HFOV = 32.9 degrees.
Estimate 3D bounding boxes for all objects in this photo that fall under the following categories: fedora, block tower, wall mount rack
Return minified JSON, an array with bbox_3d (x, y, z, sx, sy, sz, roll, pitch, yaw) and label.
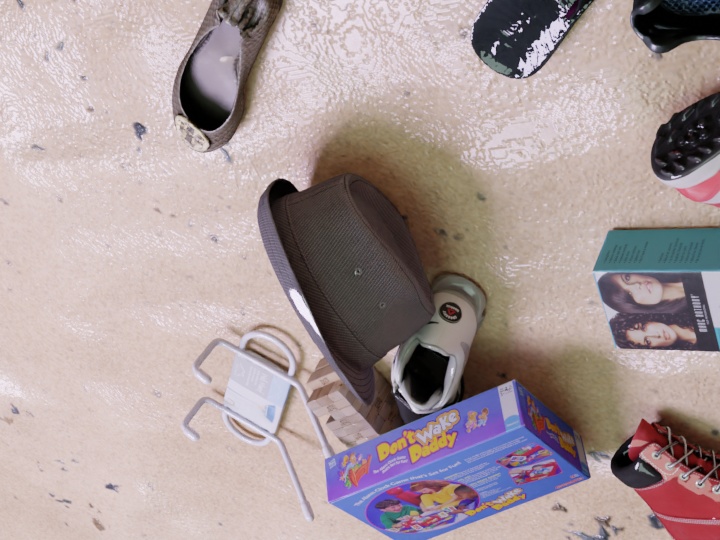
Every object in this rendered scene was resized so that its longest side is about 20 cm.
[{"bbox_3d":[0.000,0.000,0.993,0.090,0.177,0.201,-27,111,13],"label":"fedora"},{"bbox_3d":[0.029,0.167,1.195,0.200,0.054,0.058,48,138,-17],"label":"block tower"},{"bbox_3d":[-0.096,0.158,1.244,0.172,0.075,0.201,29,141,8],"label":"wall mount rack"}]

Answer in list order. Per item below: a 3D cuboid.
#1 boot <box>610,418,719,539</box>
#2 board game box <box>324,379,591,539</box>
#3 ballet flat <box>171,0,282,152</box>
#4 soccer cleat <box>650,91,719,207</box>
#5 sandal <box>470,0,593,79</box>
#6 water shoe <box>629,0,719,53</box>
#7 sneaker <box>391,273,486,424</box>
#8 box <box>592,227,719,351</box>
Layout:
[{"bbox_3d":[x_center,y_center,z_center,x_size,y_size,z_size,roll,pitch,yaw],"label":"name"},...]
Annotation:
[{"bbox_3d":[0.306,0.170,1.015,0.144,0.073,0.199,46,141,-13],"label":"boot"},{"bbox_3d":[0.086,0.178,1.092,0.198,0.045,0.134,-26,140,23],"label":"board game box"},{"bbox_3d":[-0.114,-0.157,0.966,0.067,0.047,0.200,35,140,-2],"label":"ballet flat"},{"bbox_3d":[0.283,-0.098,0.776,0.073,0.069,0.199,27,142,-33],"label":"soccer cleat"},{"bbox_3d":[0.128,-0.191,0.780,0.075,0.048,0.201,30,140,2],"label":"sandal"},{"bbox_3d":[0.255,-0.162,0.705,0.198,0.079,0.072,-5,128,35],"label":"water shoe"},{"bbox_3d":[0.055,0.098,1.086,0.073,0.089,0.201,20,140,11],"label":"sneaker"},{"bbox_3d":[0.277,0.015,0.891,0.198,0.049,0.083,-1,130,32],"label":"box"}]
